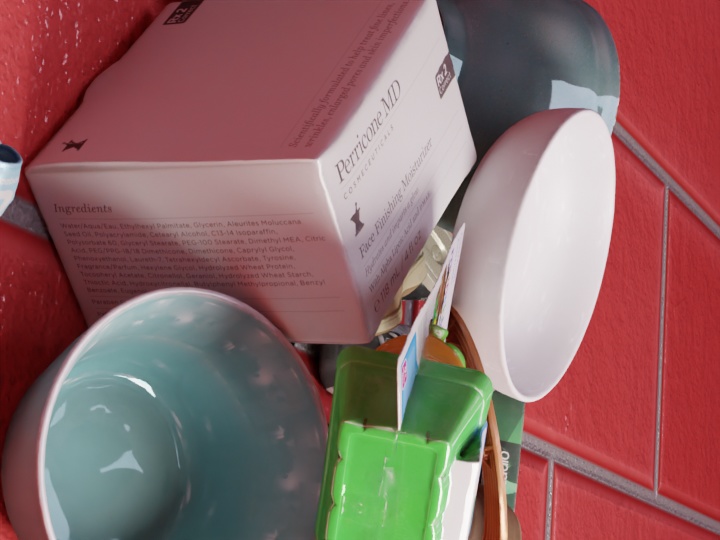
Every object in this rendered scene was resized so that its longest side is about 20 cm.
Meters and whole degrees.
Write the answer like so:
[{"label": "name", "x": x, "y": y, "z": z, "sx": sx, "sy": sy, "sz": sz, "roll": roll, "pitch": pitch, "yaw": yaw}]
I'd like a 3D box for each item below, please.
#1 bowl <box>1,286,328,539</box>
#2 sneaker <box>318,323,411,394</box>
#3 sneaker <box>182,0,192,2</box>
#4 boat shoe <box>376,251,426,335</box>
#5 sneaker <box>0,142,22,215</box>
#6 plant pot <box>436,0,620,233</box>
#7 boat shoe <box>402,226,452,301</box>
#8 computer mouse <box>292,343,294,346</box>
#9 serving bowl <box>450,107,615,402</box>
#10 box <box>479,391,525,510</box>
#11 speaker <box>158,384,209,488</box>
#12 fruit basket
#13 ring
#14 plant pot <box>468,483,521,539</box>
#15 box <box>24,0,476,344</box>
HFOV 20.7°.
[{"label": "bowl", "x": -0.125, "y": 0.114, "z": 1.127, "sx": 0.201, "sy": 0.105, "sz": 0.201, "roll": 7, "pitch": 79, "yaw": -41}, {"label": "sneaker", "x": 0.051, "y": 0.065, "z": 1.557, "sx": 0.200, "sy": 0.115, "sz": 0.075, "roll": 8, "pitch": 81, "yaw": -66}, {"label": "sneaker", "x": -0.073, "y": -0.246, "z": 1.320, "sx": 0.080, "sy": 0.071, "sz": 0.200, "roll": -2, "pitch": 99, "yaw": -32}, {"label": "boat shoe", "x": 0.000, "y": 0.000, "z": 1.407, "sx": 0.200, "sy": 0.072, "sz": 0.065, "roll": -45, "pitch": 130, "yaw": -66}, {"label": "sneaker", "x": -0.213, "y": -0.031, "z": 1.008, "sx": 0.074, "sy": 0.082, "sz": 0.200, "roll": -23, "pitch": 110, "yaw": -64}, {"label": "plant pot", "x": 0.071, "y": -0.128, "z": 1.442, "sx": 0.134, "sy": 0.200, "sz": 0.201, "roll": 18, "pitch": 70, "yaw": -34}, {"label": "boat shoe", "x": 0.005, "y": -0.060, "z": 1.532, "sx": 0.200, "sy": 0.068, "sz": 0.072, "roll": 60, "pitch": 43, "yaw": -20}, {"label": "computer mouse", "x": -0.052, "y": 0.002, "z": 1.430, "sx": 0.141, "sy": 0.046, "sz": 0.200, "roll": 83, "pitch": 21, "yaw": -54}, {"label": "serving bowl", "x": 0.107, "y": -0.015, "z": 1.326, "sx": 0.200, "sy": 0.066, "sz": 0.200, "roll": -42, "pitch": 138, "yaw": -53}, {"label": "box", "x": 0.099, "y": 0.178, "z": 1.670, "sx": 0.144, "sy": 0.036, "sz": 0.200, "roll": 126, "pitch": -28, "yaw": -68}, {"label": "speaker", "x": -0.104, "y": 0.139, "z": 1.248, "sx": 0.081, "sy": 0.081, "sz": 0.200, "roll": -24, "pitch": 111, "yaw": -64}, {"label": "fruit basket", "x": 0.038, "y": 0.093, "z": 1.133, "sx": 0.200, "sy": 0.094, "sz": 0.186, "roll": -51, "pitch": 151, "yaw": -62}, {"label": "ring", "x": 0.059, "y": 0.120, "z": 1.283, "sx": 0.200, "sy": 0.019, "sz": 0.201, "roll": 173, "pitch": -90, "yaw": -79}, {"label": "plant pot", "x": 0.012, "y": 0.219, "z": 1.417, "sx": 0.093, "sy": 0.201, "sz": 0.201, "roll": 41, "pitch": 44, "yaw": -19}, {"label": "box", "x": -0.061, "y": -0.066, "z": 1.206, "sx": 0.199, "sy": 0.200, "sz": 0.131, "roll": -59, "pitch": 140, "yaw": -46}]
